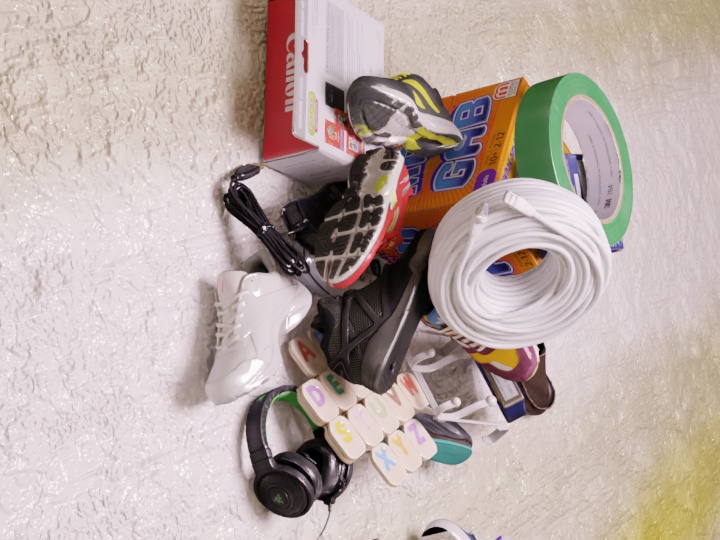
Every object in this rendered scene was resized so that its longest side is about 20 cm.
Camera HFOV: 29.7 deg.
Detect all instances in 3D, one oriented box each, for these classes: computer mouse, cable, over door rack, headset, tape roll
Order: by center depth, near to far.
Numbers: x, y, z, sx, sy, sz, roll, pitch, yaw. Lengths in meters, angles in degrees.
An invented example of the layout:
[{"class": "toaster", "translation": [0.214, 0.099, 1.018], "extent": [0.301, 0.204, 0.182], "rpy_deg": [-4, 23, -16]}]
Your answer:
[{"class": "headset", "translation": [-0.046, 0.214, 1.426], "extent": [0.123, 0.094, 0.201], "rpy_deg": [-13, 81, -56]}, {"class": "cable", "translation": [0.168, -0.005, 1.462], "extent": [0.199, 0.200, 0.069], "rpy_deg": [18, 36, -25]}, {"class": "computer mouse", "translation": [-0.071, -0.065, 1.493], "extent": [0.141, 0.046, 0.200], "rpy_deg": [47, 36, 6]}, {"class": "tape roll", "translation": [0.246, -0.122, 1.551], "extent": [0.200, 0.048, 0.202], "rpy_deg": [21, 63, -50]}, {"class": "over door rack", "translation": [0.115, 0.118, 1.640], "extent": [0.200, 0.066, 0.148], "rpy_deg": [31, 29, -61]}]

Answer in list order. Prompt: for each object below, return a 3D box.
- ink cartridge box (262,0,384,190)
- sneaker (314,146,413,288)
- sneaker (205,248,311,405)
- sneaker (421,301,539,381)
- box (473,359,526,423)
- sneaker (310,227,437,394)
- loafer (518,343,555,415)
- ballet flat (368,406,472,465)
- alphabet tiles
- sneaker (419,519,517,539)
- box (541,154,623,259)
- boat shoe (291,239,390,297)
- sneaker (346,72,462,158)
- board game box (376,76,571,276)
[{"class": "ink cartridge box", "translation": [-0.052, -0.210, 1.539], "extent": [0.175, 0.083, 0.201], "rpy_deg": [23, 62, -52]}, {"class": "sneaker", "translation": [0.016, -0.047, 1.464], "extent": [0.085, 0.077, 0.201], "rpy_deg": [61, 39, -35]}, {"class": "sneaker", "translation": [-0.124, 0.053, 1.386], "extent": [0.100, 0.078, 0.200], "rpy_deg": [55, 32, -22]}, {"class": "sneaker", "translation": [0.117, 0.059, 1.566], "extent": [0.200, 0.075, 0.090], "rpy_deg": [44, 30, 13]}, {"class": "box", "translation": [0.168, 0.126, 1.713], "extent": [0.122, 0.032, 0.200], "rpy_deg": [63, 2, 15]}, {"class": "sneaker", "translation": [0.015, 0.029, 1.494], "extent": [0.200, 0.114, 0.076], "rpy_deg": [-64, 158, -18]}, {"class": "loafer", "translation": [0.224, 0.128, 1.869], "extent": [0.200, 0.071, 0.073], "rpy_deg": [52, 43, -35]}, {"class": "ballet flat", "translation": [0.056, 0.187, 1.620], "extent": [0.199, 0.073, 0.074], "rpy_deg": [18, 66, -45]}, {"class": "alphabet tiles", "translation": [0.006, 0.141, 1.517], "extent": [0.196, 0.015, 0.200], "rpy_deg": [53, 31, 6]}, {"class": "sneaker", "translation": [0.144, 0.359, 1.694], "extent": [0.201, 0.080, 0.147], "rpy_deg": [63, 29, -18]}, {"class": "box", "translation": [0.251, -0.078, 1.626], "extent": [0.199, 0.032, 0.122], "rpy_deg": [-4, 85, -56]}, {"class": "boat shoe", "translation": [0.000, 0.000, 1.576], "extent": [0.200, 0.066, 0.074], "rpy_deg": [22, 63, -52]}, {"class": "sneaker", "translation": [0.039, -0.188, 1.547], "extent": [0.200, 0.074, 0.085], "rpy_deg": [22, 45, -56]}, {"class": "board game box", "translation": [0.142, -0.081, 1.688], "extent": [0.200, 0.199, 0.201], "rpy_deg": [51, 43, -35]}]
